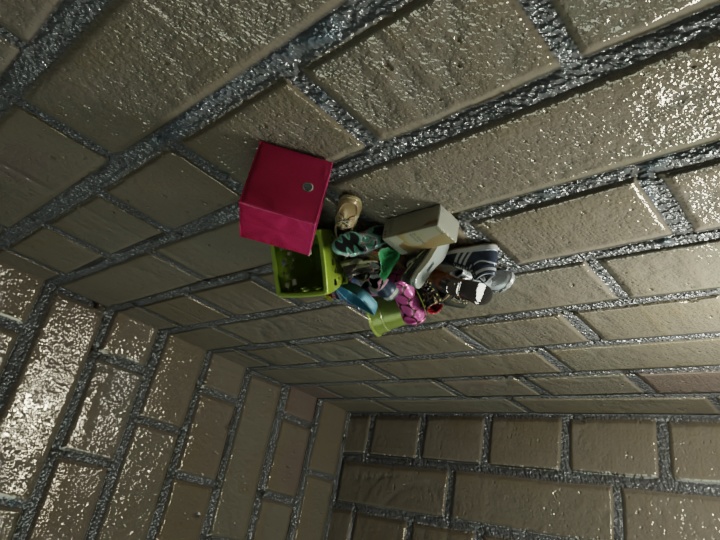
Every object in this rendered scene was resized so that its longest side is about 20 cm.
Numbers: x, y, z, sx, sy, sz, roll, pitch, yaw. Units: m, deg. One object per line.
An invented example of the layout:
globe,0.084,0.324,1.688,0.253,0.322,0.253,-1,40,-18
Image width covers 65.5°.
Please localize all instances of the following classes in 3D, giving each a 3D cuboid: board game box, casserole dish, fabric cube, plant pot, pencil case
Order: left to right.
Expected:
fabric cube,-0.199,-0.187,1.481,0.197,0.198,0.200,16,156,-4
plant pot,-0.147,-0.029,1.755,0.198,0.201,0.181,-4,-174,29
board game box,-0.083,0.021,1.957,0.199,0.062,0.201,12,131,46
casserole dish,-0.015,0.079,1.813,0.199,0.039,0.121,25,160,53
plant pot,0.136,0.126,2.020,0.188,0.202,0.200,-11,148,18
pencil case,0.148,0.092,1.864,0.093,0.091,0.201,-18,119,14

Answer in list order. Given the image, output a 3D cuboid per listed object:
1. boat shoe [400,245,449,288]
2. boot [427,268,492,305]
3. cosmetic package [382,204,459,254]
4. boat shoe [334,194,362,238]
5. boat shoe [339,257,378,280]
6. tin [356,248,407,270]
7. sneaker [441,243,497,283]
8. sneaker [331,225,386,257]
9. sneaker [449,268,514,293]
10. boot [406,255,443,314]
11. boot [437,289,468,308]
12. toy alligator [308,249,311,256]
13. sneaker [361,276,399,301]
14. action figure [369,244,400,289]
boat shoe,0.192,-0.035,1.649,0.063,0.200,0.071,22,147,34
boot,0.280,0.040,1.700,0.186,0.069,0.200,6,-167,-23
cosmetic package,0.172,-0.114,1.609,0.199,0.072,0.105,-13,145,42
boat shoe,-0.038,-0.151,1.634,0.071,0.065,0.200,13,155,-1
boat shoe,0.001,0.000,1.771,0.071,0.067,0.200,-11,172,27
tin,0.066,-0.040,1.852,0.199,0.042,0.112,25,156,-26
sneaker,0.324,-0.012,1.697,0.199,0.110,0.070,-11,163,39
sneaker,-0.018,-0.068,1.698,0.198,0.078,0.140,-13,168,-31
sneaker,0.384,0.021,1.789,0.199,0.076,0.115,-8,151,43
boot,0.212,0.048,1.823,0.073,0.152,0.200,-21,153,1
boot,0.333,0.087,1.968,0.137,0.078,0.200,11,168,-6
toy alligator,-0.149,-0.133,1.605,0.054,0.201,0.059,-37,139,26
sneaker,0.046,0.042,1.769,0.082,0.070,0.199,46,161,-22
action figure,0.084,-0.039,1.696,0.054,0.200,0.119,12,118,21
